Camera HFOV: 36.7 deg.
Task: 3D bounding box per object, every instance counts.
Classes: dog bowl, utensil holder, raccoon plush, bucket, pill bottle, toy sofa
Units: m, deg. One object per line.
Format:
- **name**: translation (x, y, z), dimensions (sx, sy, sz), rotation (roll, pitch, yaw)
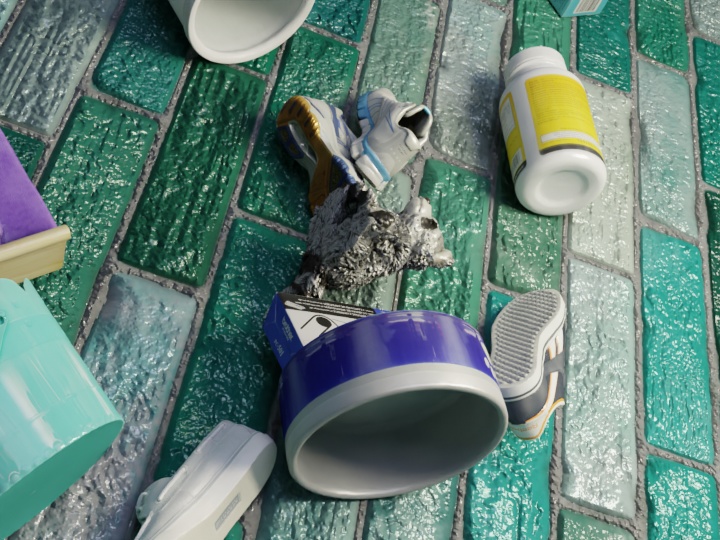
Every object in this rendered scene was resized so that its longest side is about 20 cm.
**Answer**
- **dog bowl**: translation (0.027, 0.123, 0.968), dimensions (0.197, 0.201, 0.080), rotation (3, 51, -22)
- **utensil holder**: translation (-0.168, -0.377, 1.280), dimensions (0.168, 0.171, 0.201), rotation (-16, 61, -32)
- **raccoon plush**: translation (0.000, 0.000, 1.122), dimensions (0.134, 0.200, 0.097), rotation (34, 16, -39)
- **bucket**: translation (-0.292, 0.122, 0.834), dimensions (0.135, 0.208, 0.206), rotation (48, 51, 8)
- **pill bottle**: translation (0.231, -0.177, 1.341), dimensions (0.110, 0.112, 0.202), rotation (8, 53, -18)
- **toy sofa**: translation (-0.354, -0.090, 1.028), dimensions (0.082, 0.098, 0.201), rotation (-20, 64, -33)

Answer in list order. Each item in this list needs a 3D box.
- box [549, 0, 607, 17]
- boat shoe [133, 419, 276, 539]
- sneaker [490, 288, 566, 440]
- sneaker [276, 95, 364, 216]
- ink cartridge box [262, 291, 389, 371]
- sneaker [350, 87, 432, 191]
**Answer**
- **box**: translation (0.290, -0.470, 1.629), dimensions (0.081, 0.049, 0.202), rotation (-12, 61, -31)
- **boat shoe**: translation (-0.152, 0.202, 0.923), dimensions (0.068, 0.073, 0.200), rotation (23, 52, 23)
- **sneaker**: translation (0.177, 0.097, 1.140), dimensions (0.080, 0.077, 0.200), rotation (68, 29, -23)
- **sneaker**: translation (-0.017, -0.109, 1.209), dimensions (0.087, 0.075, 0.202), rotation (-2, 63, -47)
- **ink cartridge box**: translation (0.011, 0.078, 1.057), dimensions (0.198, 0.045, 0.094), rotation (11, 29, -31)
- **sneaker**: translation (0.044, -0.164, 1.234), dimensions (0.075, 0.086, 0.201), rotation (49, 21, -24)
